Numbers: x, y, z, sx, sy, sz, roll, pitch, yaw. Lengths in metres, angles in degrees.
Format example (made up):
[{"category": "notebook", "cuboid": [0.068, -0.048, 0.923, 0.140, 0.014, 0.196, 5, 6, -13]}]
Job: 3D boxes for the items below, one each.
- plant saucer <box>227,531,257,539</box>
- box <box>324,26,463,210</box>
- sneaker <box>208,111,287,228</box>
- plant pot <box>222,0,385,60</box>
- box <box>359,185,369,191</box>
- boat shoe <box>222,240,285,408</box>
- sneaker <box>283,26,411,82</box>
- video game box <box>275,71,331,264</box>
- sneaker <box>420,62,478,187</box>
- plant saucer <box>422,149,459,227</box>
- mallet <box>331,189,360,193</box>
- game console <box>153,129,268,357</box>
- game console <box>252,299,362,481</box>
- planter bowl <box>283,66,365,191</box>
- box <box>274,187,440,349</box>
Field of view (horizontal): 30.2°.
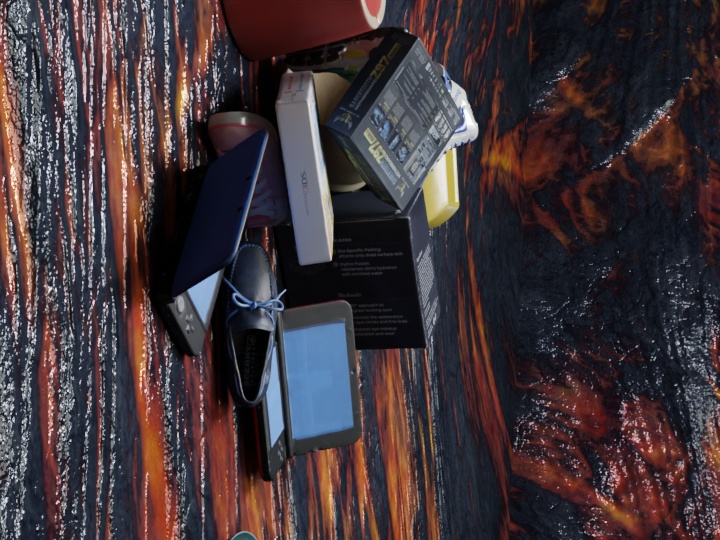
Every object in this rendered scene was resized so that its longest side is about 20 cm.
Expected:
[{"category": "plant saucer", "cuboid": [-0.153, 0.416, 1.602, 0.200, 0.027, 0.203, -2, 90, -75]}, {"category": "box", "cuboid": [0.047, -0.193, 1.729, 0.159, 0.051, 0.200, -57, 148, -10]}, {"category": "sneaker", "cuboid": [-0.133, -0.116, 1.648, 0.200, 0.074, 0.106, 58, 28, -67]}, {"category": "plant pot", "cuboid": [-0.067, -0.379, 1.735, 0.200, 0.175, 0.204, -3, 90, -74]}, {"category": "box", "cuboid": [0.005, -0.230, 2.096, 0.182, 0.103, 0.203, -36, 122, -70]}, {"category": "boat shoe", "cuboid": [-0.126, 0.065, 1.619, 0.069, 0.083, 0.203, -167, -109, -78]}, {"category": "sneaker", "cuboid": [-0.012, -0.275, 1.796, 0.080, 0.197, 0.078, 68, 37, -46]}, {"category": "video game box", "cuboid": [-0.068, -0.133, 1.668, 0.183, 0.046, 0.203, -85, 168, -70]}, {"category": "sneaker", "cuboid": [0.122, -0.201, 2.026, 0.114, 0.080, 0.202, 23, 83, -37]}, {"category": "plant saucer", "cuboid": [0.125, -0.172, 2.156, 0.200, 0.048, 0.203, -9, 96, -79]}, {"category": "mallet", "cuboid": [-0.042, -0.193, 1.996, 0.041, 0.065, 0.203, -39, 125, -68]}, {"category": "game console", "cuboid": [-0.150, -0.029, 1.508, 0.172, 0.117, 0.202, 70, 25, -46]}, {"category": "game console", "cuboid": [-0.071, 0.155, 1.748, 0.172, 0.117, 0.203, -56, 141, -78]}, {"category": "planter bowl", "cuboid": [-0.026, -0.199, 1.880, 0.201, 0.198, 0.136, -73, -178, -48]}, {"category": "box", "cuboid": [0.000, 0.000, 1.883, 0.118, 0.194, 0.203, -60, 144, -62]}]
